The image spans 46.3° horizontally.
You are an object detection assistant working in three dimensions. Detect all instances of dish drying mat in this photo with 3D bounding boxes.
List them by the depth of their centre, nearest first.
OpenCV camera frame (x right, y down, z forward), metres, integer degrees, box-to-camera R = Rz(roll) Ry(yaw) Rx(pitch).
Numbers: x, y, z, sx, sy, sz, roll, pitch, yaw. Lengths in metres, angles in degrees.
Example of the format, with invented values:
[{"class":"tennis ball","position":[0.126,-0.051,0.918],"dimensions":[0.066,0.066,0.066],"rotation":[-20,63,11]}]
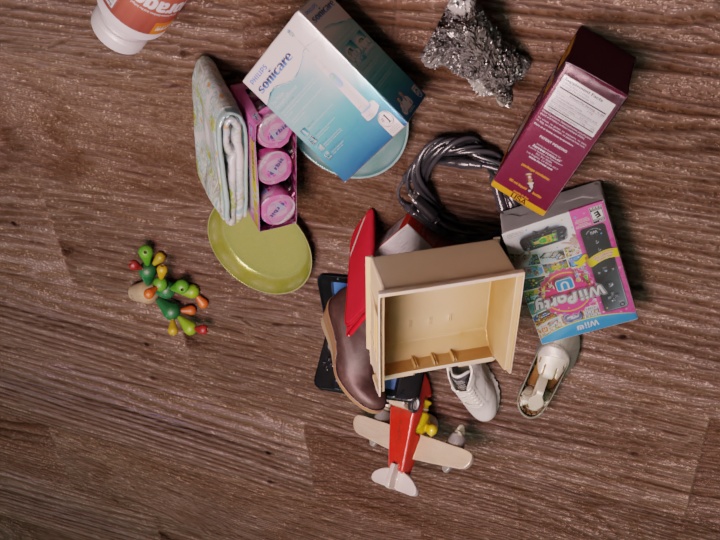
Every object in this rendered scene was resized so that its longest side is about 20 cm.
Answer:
[{"class":"dish drying mat","position":[0.000,0.000,1.284],"dimensions":[0.018,0.202,0.077],"rotation":[21,135,-18]}]

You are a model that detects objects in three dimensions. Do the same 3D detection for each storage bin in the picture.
[{"class":"storage bin","position":[0.110,0.069,1.170],"dimensions":[0.196,0.094,0.201],"rotation":[-9,128,-10]}]

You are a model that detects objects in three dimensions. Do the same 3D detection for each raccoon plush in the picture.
[{"class":"raccoon plush","position":[0.149,-0.263,1.023],"dimensions":[0.133,0.200,0.098],"rotation":[32,101,-2]}]

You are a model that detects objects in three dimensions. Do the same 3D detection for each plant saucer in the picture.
[{"class":"plant saucer","position":[-0.018,-0.230,1.219],"dimensions":[0.197,0.036,0.202],"rotation":[14,130,17]},{"class":"plant saucer","position":[-0.168,-0.049,1.439],"dimensions":[0.197,0.031,0.202],"rotation":[14,131,16]}]

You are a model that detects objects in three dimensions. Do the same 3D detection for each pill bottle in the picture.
[{"class":"pill bottle","position":[-0.297,-0.397,1.171],"dimensions":[0.112,0.113,0.199],"rotation":[43,132,-11]}]

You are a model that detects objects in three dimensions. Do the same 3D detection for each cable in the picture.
[{"class":"cable","position":[0.160,-0.109,1.226],"dimensions":[0.199,0.051,0.164],"rotation":[35,126,-6]}]

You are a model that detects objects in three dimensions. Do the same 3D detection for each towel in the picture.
[{"class":"towel","position":[-0.215,-0.193,1.268],"dimensions":[0.047,0.172,0.202],"rotation":[-13,134,-22]}]

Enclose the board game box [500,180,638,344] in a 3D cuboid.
[{"class":"board game box","position":[0.298,-0.007,1.197],"dimensions":[0.145,0.065,0.202],"rotation":[-17,120,17]}]

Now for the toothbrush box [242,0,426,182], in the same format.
[{"class":"toothbrush box","position":[-0.036,-0.246,1.132],"dimensions":[0.200,0.086,0.146],"rotation":[42,133,-10]}]

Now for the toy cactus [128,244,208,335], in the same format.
[{"class":"toy cactus","position":[-0.382,0.047,1.588],"dimensions":[0.163,0.103,0.201],"rotation":[-4,133,40]}]

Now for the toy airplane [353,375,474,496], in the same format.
[{"class":"toy airplane","position":[0.094,0.302,1.514],"dimensions":[0.199,0.140,0.202],"rotation":[-45,67,30]}]

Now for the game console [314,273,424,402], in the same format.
[{"class":"game console","position":[0.011,0.114,1.427],"dimensions":[0.197,0.173,0.119],"rotation":[4,155,23]}]

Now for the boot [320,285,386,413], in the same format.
[{"class":"boot","position":[0.012,0.114,1.349],"dimensions":[0.202,0.072,0.167],"rotation":[61,140,16]}]

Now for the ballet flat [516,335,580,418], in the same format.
[{"class":"ballet flat","position":[0.303,0.166,1.356],"dimensions":[0.066,0.064,0.202],"rotation":[21,132,9]}]

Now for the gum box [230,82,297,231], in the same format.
[{"class":"gum box","position":[-0.144,-0.176,1.258],"dimensions":[0.114,0.065,0.202],"rotation":[-124,27,-42]}]

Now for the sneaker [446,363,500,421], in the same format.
[{"class":"sneaker","position":[0.182,0.190,1.423],"dimensions":[0.075,0.081,0.202],"rotation":[-6,124,27]}]

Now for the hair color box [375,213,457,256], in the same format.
[{"class":"hair color box","position":[0.117,0.007,1.322],"dimensions":[0.200,0.064,0.111],"rotation":[44,130,-10]}]

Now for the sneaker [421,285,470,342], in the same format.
[{"class":"sneaker","position":[0.093,0.050,1.269],"dimensions":[0.078,0.079,0.201],"rotation":[26,119,-10]}]

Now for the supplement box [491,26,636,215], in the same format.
[{"class":"supplement box","position":[0.256,-0.186,1.068],"dimensions":[0.085,0.111,0.201],"rotation":[29,133,2]}]
